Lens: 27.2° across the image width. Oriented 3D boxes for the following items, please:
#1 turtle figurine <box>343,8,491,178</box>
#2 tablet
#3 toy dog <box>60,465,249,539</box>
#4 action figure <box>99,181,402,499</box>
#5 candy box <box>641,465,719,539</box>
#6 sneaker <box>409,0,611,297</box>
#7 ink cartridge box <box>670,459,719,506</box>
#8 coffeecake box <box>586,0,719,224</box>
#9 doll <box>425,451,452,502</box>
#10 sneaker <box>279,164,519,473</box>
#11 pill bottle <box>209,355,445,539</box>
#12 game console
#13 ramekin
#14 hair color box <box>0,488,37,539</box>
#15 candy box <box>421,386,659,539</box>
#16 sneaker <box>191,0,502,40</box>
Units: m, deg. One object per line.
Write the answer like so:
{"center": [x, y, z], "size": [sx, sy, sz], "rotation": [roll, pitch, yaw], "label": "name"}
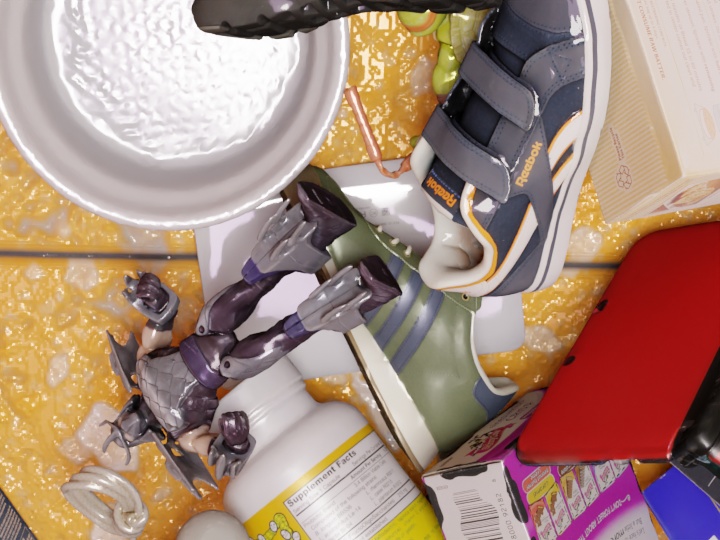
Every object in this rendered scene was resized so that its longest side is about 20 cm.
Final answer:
{"center": [0.075, -0.148, 0.829], "size": [0.160, 0.064, 0.203], "rotation": [1, 96, -42], "label": "turtle figurine"}
{"center": [0.000, 0.000, 0.923], "size": [0.197, 0.014, 0.132], "rotation": [-7, 104, -1], "label": "tablet"}
{"center": [-0.125, 0.215, 0.885], "size": [0.130, 0.097, 0.201], "rotation": [15, 144, 11], "label": "toy dog"}
{"center": [-0.076, 0.040, 0.832], "size": [0.199, 0.069, 0.131], "rotation": [-40, 78, 15], "label": "action figure"}
{"center": [0.294, 0.141, 0.877], "size": [0.200, 0.077, 0.170], "rotation": [-42, 60, 18], "label": "candy box"}
{"center": [0.076, -0.070, 0.779], "size": [0.078, 0.079, 0.202], "rotation": [-10, 124, -24], "label": "sneaker"}
{"center": [0.222, 0.081, 0.873], "size": [0.039, 0.200, 0.100], "rotation": [23, 104, -51], "label": "ink cartridge box"}
{"center": [0.207, -0.122, 0.807], "size": [0.198, 0.073, 0.156], "rotation": [-10, 77, -28], "label": "coffeecake box"}
{"center": [0.050, 0.218, 0.958], "size": [0.135, 0.048, 0.203], "rotation": [16, 100, 2], "label": "doll"}
{"center": [0.028, 0.015, 0.893], "size": [0.089, 0.067, 0.202], "rotation": [-27, 104, -5], "label": "sneaker"}
{"center": [-0.013, 0.152, 0.889], "size": [0.104, 0.104, 0.201], "rotation": [-38, 84, 6], "label": "pill bottle"}
{"center": [0.212, 0.064, 0.813], "size": [0.172, 0.201, 0.119], "rotation": [37, 143, 0], "label": "game console"}
{"center": [-0.107, -0.131, 0.843], "size": [0.197, 0.098, 0.204], "rotation": [-1, 103, -3], "label": "ramekin"}
{"center": [-0.275, 0.159, 0.920], "size": [0.099, 0.061, 0.201], "rotation": [-32, 102, 4], "label": "hair color box"}
{"center": [0.123, 0.182, 0.871], "size": [0.060, 0.136, 0.202], "rotation": [-18, 95, 37], "label": "candy box"}
{"center": [0.003, -0.164, 0.734], "size": [0.197, 0.075, 0.081], "rotation": [-3, 88, 20], "label": "sneaker"}
